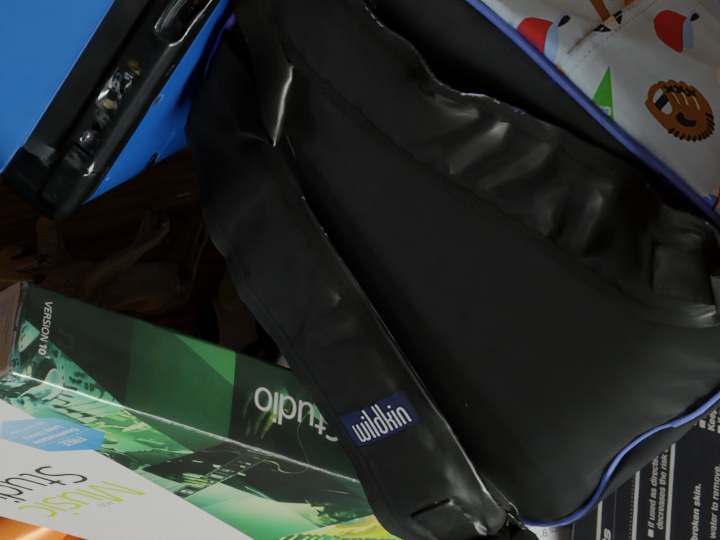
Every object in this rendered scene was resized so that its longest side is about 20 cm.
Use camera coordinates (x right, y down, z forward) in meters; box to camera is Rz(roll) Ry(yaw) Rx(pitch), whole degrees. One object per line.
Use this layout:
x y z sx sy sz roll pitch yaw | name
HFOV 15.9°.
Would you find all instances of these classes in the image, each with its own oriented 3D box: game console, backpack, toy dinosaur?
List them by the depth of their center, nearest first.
-0.076 -0.129 0.802 0.200 0.118 0.171 -53 173 27 | game console
0.049 -0.037 0.803 0.154 0.190 0.200 -49 180 -44 | backpack
-0.134 0.017 0.901 0.200 0.058 0.101 -19 145 -20 | toy dinosaur

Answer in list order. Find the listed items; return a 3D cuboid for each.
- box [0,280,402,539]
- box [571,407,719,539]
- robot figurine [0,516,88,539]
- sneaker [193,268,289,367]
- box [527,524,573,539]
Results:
-0.069 0.062 0.872 0.200 0.036 0.144 19 156 -34 | box
0.184 0.055 0.893 0.123 0.198 0.200 -6 105 -38 | box
-0.130 0.138 1.003 0.200 0.117 0.144 -27 113 -9 | robot figurine
0.000 0.000 0.979 0.085 0.077 0.200 -5 148 -32 | sneaker
0.084 0.118 0.988 0.119 0.200 0.041 -10 -176 -34 | box
